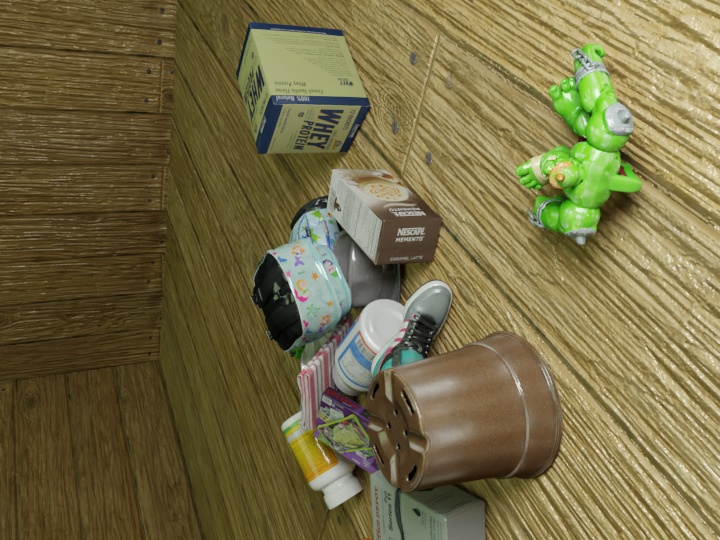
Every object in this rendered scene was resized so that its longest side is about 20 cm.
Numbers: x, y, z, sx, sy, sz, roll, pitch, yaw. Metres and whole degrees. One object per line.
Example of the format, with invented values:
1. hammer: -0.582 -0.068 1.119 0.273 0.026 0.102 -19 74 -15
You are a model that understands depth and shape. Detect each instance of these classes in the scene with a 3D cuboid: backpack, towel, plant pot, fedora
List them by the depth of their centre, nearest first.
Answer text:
1. plant pot: 0.125 0.192 0.839 0.199 0.195 0.204 16 108 61
2. backpack: -0.104 0.038 1.124 0.180 0.149 0.200 65 161 10
3. fedora: 0.000 0.000 1.173 0.176 0.089 0.204 30 121 59
4. towel: -0.064 0.193 1.229 0.029 0.200 0.148 16 127 20
5. backpack: -0.085 -0.026 1.305 0.202 0.152 0.163 64 155 12

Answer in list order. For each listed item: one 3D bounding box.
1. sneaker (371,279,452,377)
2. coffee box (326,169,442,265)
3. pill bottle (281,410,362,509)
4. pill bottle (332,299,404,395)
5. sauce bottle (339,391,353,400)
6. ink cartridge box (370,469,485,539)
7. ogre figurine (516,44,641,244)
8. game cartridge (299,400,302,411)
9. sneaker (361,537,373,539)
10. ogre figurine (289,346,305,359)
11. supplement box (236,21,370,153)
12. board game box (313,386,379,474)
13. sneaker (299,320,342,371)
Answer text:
1. sneaker: 0.083 0.119 0.965 0.202 0.083 0.121 -60 17 17
2. coffee box: 0.035 -0.095 1.065 0.200 0.113 0.081 49 136 48
3. pill bottle: -0.078 0.393 1.350 0.202 0.110 0.111 60 146 15
4. pill bottle: 0.018 0.147 1.141 0.201 0.110 0.114 -56 46 51
5. sauce bottle: -0.058 0.235 1.360 0.065 0.064 0.203 -53 47 53
6. ink cartridge box: 0.103 0.413 1.017 0.199 0.082 0.150 6 102 57
7. ogre figurine: 0.234 -0.121 0.676 0.202 0.097 0.121 -61 22 26
8. game cartridge: -0.105 0.354 1.506 0.133 0.041 0.203 49 136 44
9. sneaker: -0.008 0.625 1.318 0.077 0.072 0.203 -121 39 -58
10. ogre figurine: -0.135 0.113 1.454 0.120 0.097 0.203 135 128 -59
11. supplement box: -0.115 -0.348 1.228 0.135 0.197 0.202 -55 48 53
12. board game box: 0.008 0.308 1.161 0.198 0.032 0.122 28 123 20
13. sneaker: -0.069 0.163 1.312 0.098 0.075 0.204 -4 71 20
